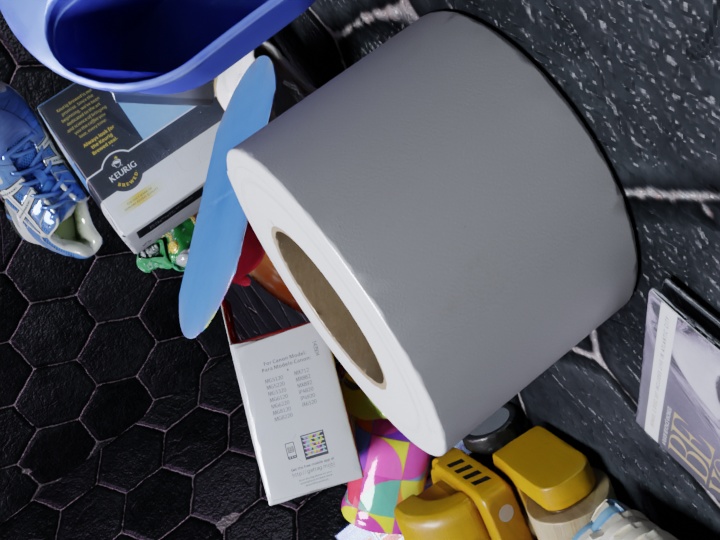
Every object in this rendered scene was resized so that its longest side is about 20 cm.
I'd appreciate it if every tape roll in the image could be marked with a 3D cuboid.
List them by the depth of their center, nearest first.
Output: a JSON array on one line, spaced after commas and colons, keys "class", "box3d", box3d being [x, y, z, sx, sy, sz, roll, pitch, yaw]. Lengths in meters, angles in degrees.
[{"class": "tape roll", "box3d": [0.035, -0.019, 0.527, 0.203, 0.138, 0.203, 50, 167, 15]}]

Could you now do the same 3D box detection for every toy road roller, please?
[{"class": "toy road roller", "box3d": [0.120, 0.215, 0.787, 0.124, 0.145, 0.200, 65, 164, -17]}]

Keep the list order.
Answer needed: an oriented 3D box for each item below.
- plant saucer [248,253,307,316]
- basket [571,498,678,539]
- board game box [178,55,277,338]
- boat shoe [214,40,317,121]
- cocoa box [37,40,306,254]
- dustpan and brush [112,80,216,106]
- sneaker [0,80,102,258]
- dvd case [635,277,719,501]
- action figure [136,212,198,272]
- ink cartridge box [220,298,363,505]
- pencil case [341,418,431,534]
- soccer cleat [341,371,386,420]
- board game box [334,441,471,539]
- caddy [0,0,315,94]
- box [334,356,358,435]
[{"class": "plant saucer", "box3d": [0.000, 0.000, 0.756, 0.197, 0.038, 0.201, 16, 156, 7]}, {"class": "basket", "box3d": [0.195, 0.261, 0.611, 0.139, 0.176, 0.200, 43, -173, -22]}, {"class": "board game box", "box3d": [-0.079, -0.048, 0.664, 0.038, 0.204, 0.158, 15, 169, -21]}, {"class": "boat shoe", "box3d": [-0.033, -0.096, 0.747, 0.200, 0.071, 0.069, 47, 150, -12]}, {"class": "cocoa box", "box3d": [-0.162, -0.130, 0.842, 0.132, 0.199, 0.133, 54, 169, -1]}, {"class": "dustpan and brush", "box3d": [-0.145, -0.231, 0.706, 0.139, 0.056, 0.204, -18, -83, -64]}, {"class": "sneaker", "box3d": [-0.277, -0.083, 0.808, 0.076, 0.076, 0.201, 27, 156, 23]}, {"class": "dvd case", "box3d": [0.215, 0.108, 0.465, 0.200, 0.016, 0.150, 47, 166, 33]}, {"class": "action figure", "box3d": [-0.140, -0.059, 0.949, 0.118, 0.199, 0.055, 43, 164, 38]}, {"class": "ink cartridge box", "box3d": [-0.066, 0.099, 0.843, 0.200, 0.082, 0.179, 145, 110, -82]}, {"class": "pencil case", "box3d": [0.037, 0.144, 0.877, 0.088, 0.087, 0.204, -155, 73, -66]}, {"class": "soccer cleat", "box3d": [0.042, 0.095, 0.753, 0.064, 0.085, 0.199, 32, 144, -25]}, {"class": "board game box", "box3d": [0.089, 0.257, 0.931, 0.136, 0.199, 0.034, 52, -165, 8]}, {"class": "caddy", "box3d": [-0.096, -0.181, 0.494, 0.142, 0.199, 0.105, 55, -175, 0]}, {"class": "box", "box3d": [-0.019, 0.066, 0.985, 0.201, 0.034, 0.111, -102, 2, -53]}]
